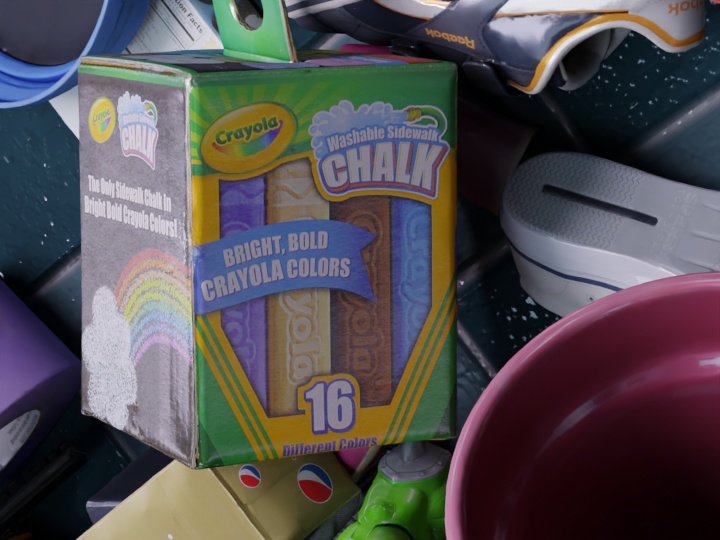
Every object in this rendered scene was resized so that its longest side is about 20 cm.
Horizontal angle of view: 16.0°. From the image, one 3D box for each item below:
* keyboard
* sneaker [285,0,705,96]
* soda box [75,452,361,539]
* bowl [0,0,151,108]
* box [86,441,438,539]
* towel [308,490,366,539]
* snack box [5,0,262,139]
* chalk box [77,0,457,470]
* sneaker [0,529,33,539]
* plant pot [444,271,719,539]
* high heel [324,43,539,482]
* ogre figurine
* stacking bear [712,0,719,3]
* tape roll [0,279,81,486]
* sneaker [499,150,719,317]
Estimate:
[{"bbox_3d":[-0.225,0.157,1.365,0.021,0.200,0.127,50,171,3],"label":"keyboard"},{"bbox_3d":[0.053,-0.110,1.077,0.199,0.078,0.080,-7,106,38],"label":"sneaker"},{"bbox_3d":[-0.090,0.132,1.192,0.064,0.068,0.200,52,134,2],"label":"soda box"},{"bbox_3d":[-0.166,-0.177,1.196,0.200,0.039,0.202,14,111,41],"label":"bowl"},{"bbox_3d":[-0.022,0.175,1.287,0.148,0.107,0.201,-6,112,39],"label":"box"},{"bbox_3d":[0.023,0.205,1.202,0.200,0.193,0.035,47,173,-24],"label":"towel"},{"bbox_3d":[-0.071,-0.065,1.226,0.200,0.037,0.116,52,133,-1],"label":"snack box"},{"bbox_3d":[-0.039,-0.033,1.059,0.124,0.123,0.202,17,108,61],"label":"chalk box"},{"bbox_3d":[-0.232,0.166,1.466,0.199,0.078,0.078,-1,97,31],"label":"sneaker"},{"bbox_3d":[0.145,0.131,1.008,0.199,0.200,0.180,18,149,27],"label":"plant pot"},{"bbox_3d":[0.000,0.000,1.158,0.096,0.067,0.201,27,102,8],"label":"high heel"},{"bbox_3d":[0.035,0.149,1.115,0.200,0.121,0.098,32,161,-35],"label":"ogre figurine"},{"bbox_3d":[0.190,-0.146,0.937,0.199,0.121,0.114,-6,123,48],"label":"stacking bear"},{"bbox_3d":[-0.242,0.091,1.338,0.085,0.200,0.200,44,134,6],"label":"tape roll"},{"bbox_3d":[0.154,0.008,1.092,0.199,0.073,0.071,24,153,24],"label":"sneaker"}]
